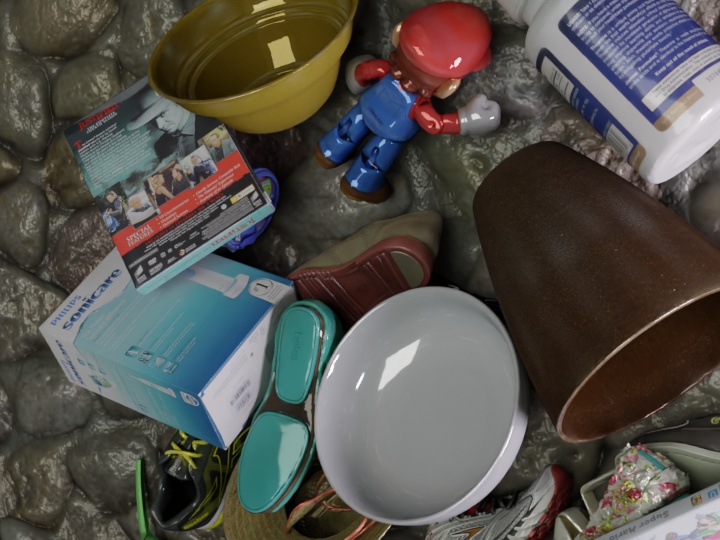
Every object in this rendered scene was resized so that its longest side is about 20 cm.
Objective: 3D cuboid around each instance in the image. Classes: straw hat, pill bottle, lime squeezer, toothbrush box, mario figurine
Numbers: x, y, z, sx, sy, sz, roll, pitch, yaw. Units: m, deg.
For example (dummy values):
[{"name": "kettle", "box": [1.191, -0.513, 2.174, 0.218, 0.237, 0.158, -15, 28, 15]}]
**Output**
[{"name": "straw hat", "box": [-0.021, 0.216, 1.160, 0.201, 0.085, 0.201, -21, 42, 20]}, {"name": "pill bottle", "box": [0.201, -0.174, 0.997, 0.200, 0.111, 0.111, 50, 114, 16]}, {"name": "lime squeezer", "box": [-0.196, 0.291, 1.293, 0.071, 0.038, 0.200, -45, 73, 24]}, {"name": "toothbrush box", "box": [-0.170, 0.058, 1.182, 0.200, 0.146, 0.085, 18, 144, 29]}, {"name": "mario figurine", "box": [0.051, -0.151, 1.116, 0.123, 0.106, 0.200, 31, 125, -15]}]

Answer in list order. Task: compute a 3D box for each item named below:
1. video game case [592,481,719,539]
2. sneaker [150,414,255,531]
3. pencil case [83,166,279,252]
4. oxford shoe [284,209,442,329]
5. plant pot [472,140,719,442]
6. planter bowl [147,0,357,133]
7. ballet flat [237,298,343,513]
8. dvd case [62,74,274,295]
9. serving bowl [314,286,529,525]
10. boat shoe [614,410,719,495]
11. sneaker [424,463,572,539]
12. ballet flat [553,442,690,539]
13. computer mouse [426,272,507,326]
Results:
[{"name": "video game case", "box": [0.257, 0.230, 0.996, 0.200, 0.143, 0.018, -32, 37, 26]}, {"name": "sneaker", "box": [-0.146, 0.167, 1.229, 0.074, 0.085, 0.200, 19, 103, 25]}, {"name": "pencil case", "box": [-0.174, -0.080, 1.227, 0.200, 0.078, 0.087, 20, 105, 26]}, {"name": "oxford shoe", "box": [0.000, 0.000, 1.156, 0.200, 0.075, 0.070, -18, 121, 42]}, {"name": "plant pot", "box": [0.179, -0.002, 1.000, 0.187, 0.187, 0.200, -46, 59, 24]}, {"name": "planter bowl", "box": [-0.083, -0.182, 1.142, 0.200, 0.200, 0.083, 1, 135, 28]}, {"name": "ballet flat", "box": [-0.055, 0.123, 1.142, 0.067, 0.070, 0.200, 18, 97, 26]}, {"name": "dvd case", "box": [-0.181, -0.094, 1.177, 0.146, 0.022, 0.200, -33, 63, 5]}, {"name": "serving bowl", "box": [0.059, 0.117, 1.062, 0.200, 0.066, 0.200, -15, 62, 31]}, {"name": "boat shoe", "box": [0.297, 0.143, 1.000, 0.201, 0.061, 0.072, -7, 128, 43]}, {"name": "sneaker", "box": [0.100, 0.228, 1.104, 0.200, 0.078, 0.082, -44, 74, 24]}, {"name": "ballet flat", "box": [0.197, 0.208, 1.041, 0.064, 0.076, 0.200, 52, 133, 23]}, {"name": "computer mouse", "box": [0.061, 0.102, 1.133, 0.140, 0.046, 0.200, 27, 107, 23]}]
